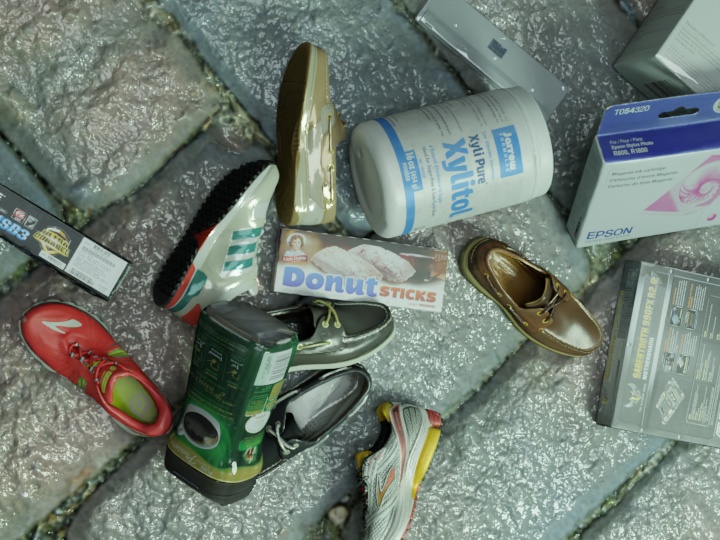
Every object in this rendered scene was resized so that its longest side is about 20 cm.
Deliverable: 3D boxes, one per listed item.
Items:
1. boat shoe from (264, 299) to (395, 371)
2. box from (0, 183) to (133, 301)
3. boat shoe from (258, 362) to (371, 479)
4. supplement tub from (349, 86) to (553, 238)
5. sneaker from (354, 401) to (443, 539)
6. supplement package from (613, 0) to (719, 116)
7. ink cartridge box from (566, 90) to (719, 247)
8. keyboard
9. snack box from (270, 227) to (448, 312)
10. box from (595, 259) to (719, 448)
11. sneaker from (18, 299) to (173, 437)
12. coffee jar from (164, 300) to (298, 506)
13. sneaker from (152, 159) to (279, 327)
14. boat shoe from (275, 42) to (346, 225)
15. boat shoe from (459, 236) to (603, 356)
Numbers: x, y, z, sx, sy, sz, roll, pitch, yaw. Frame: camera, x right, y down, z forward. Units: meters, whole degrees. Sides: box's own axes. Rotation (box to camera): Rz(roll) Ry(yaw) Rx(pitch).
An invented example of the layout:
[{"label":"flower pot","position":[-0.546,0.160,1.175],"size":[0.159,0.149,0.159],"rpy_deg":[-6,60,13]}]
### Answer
[{"label":"boat shoe","position":[-0.055,0.068,1.635],"size":[0.199,0.072,0.061],"rpy_deg":[-14,137,-14]},{"label":"box","position":[-0.333,-0.041,1.498],"size":[0.198,0.200,0.050],"rpy_deg":[34,83,-12]},{"label":"boat shoe","position":[-0.072,0.169,1.645],"size":[0.199,0.060,0.074],"rpy_deg":[-33,101,-12]},{"label":"supplement tub","position":[0.098,-0.121,1.651],"size":[0.198,0.132,0.133],"rpy_deg":[-16,95,-14]},{"label":"sneaker","position":[0.022,0.242,1.672],"size":[0.082,0.078,0.202],"rpy_deg":[22,76,-11]},{"label":"supplement package","position":[0.413,-0.287,1.741],"size":[0.117,0.117,0.201],"rpy_deg":[37,83,-13]},{"label":"ink cartridge box","position":[0.348,-0.115,1.699],"size":[0.195,0.201,0.044],"rpy_deg":[-9,54,-14]},{"label":"keyboard","position":[0.154,-0.251,1.727],"size":[0.199,0.011,0.056],"rpy_deg":[38,77,-13]},{"label":"snack box","position":[0.000,0.000,1.680],"size":[0.198,0.024,0.073],"rpy_deg":[7,90,-16]},{"label":"box","position":[0.375,0.101,1.774],"size":[0.157,0.048,0.202],"rpy_deg":[11,88,-15]},{"label":"sneaker","position":[-0.272,0.102,1.576],"size":[0.200,0.085,0.077],"rpy_deg":[40,80,-13]},{"label":"coffee jar","position":[-0.138,0.140,1.560],"size":[0.085,0.104,0.201],"rpy_deg":[-14,127,-54]},{"label":"sneaker","position":[-0.139,-0.024,1.629],"size":[0.093,0.070,0.201],"rpy_deg":[39,79,-31]},{"label":"boat shoe","position":[-0.050,-0.148,1.645],"size":[0.069,0.074,0.202],"rpy_deg":[5,91,-27]},{"label":"boat shoe","position":[0.203,0.035,1.715],"size":[0.200,0.068,0.072],"rpy_deg":[37,82,-13]}]
